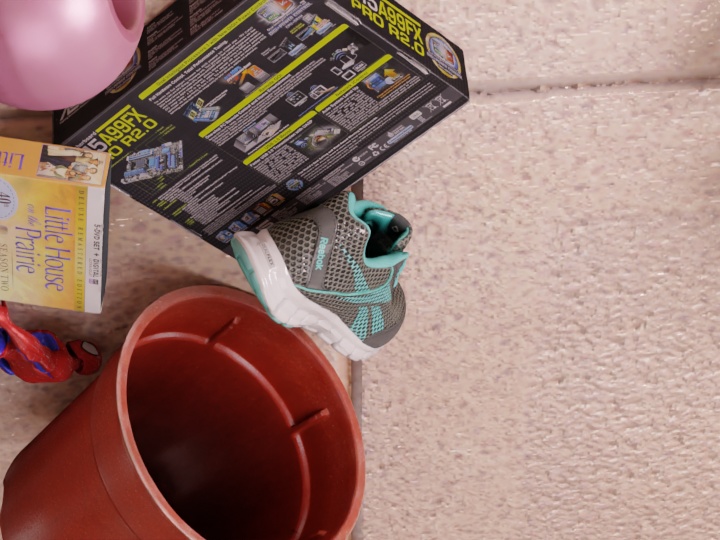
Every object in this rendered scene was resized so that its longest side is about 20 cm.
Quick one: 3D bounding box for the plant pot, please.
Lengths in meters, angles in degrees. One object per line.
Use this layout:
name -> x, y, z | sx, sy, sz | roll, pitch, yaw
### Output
plant pot -> -0.134, 0.142, 1.518 | 0.200, 0.202, 0.195 | 24, 140, -31

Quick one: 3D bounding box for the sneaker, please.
sneaker -> 0.000, 0.000, 1.409 | 0.091, 0.078, 0.200 | -32, 163, 13

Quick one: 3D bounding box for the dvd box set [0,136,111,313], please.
dvd box set -> -0.252, -0.034, 1.363 | 0.199, 0.030, 0.147 | 9, 147, -3

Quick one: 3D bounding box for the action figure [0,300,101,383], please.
action figure -> -0.252, 0.044, 1.472 | 0.199, 0.052, 0.065 | 17, 163, -40

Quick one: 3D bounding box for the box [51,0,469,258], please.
box -> -0.060, -0.101, 1.335 | 0.200, 0.044, 0.160 | -35, 132, 30

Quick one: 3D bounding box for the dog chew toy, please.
dog chew toy -> -0.220, -0.142, 1.210 | 0.199, 0.125, 0.125 | -7, 141, 13
